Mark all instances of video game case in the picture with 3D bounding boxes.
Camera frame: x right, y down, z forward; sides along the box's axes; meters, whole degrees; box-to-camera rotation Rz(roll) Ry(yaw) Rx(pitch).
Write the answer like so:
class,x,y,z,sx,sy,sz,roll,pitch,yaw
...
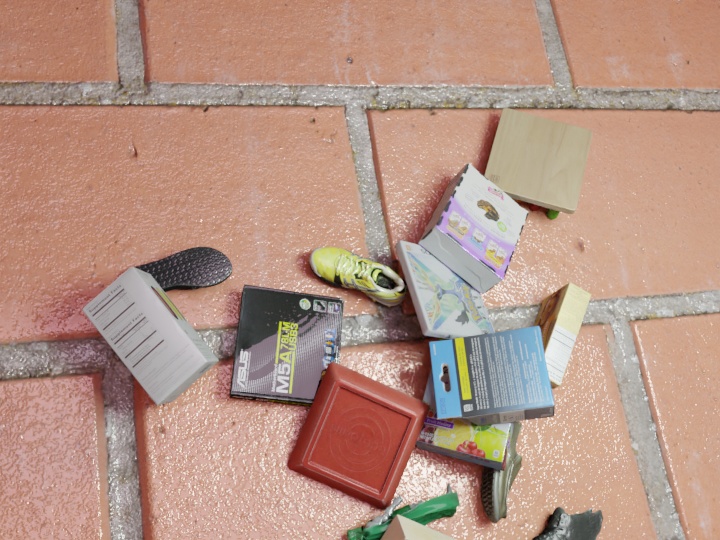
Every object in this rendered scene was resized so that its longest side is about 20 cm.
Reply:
class,x,y,z,sx,sy,sz,roll,pitch,yaw
video game case,0.162,0.043,1.404,0.180,0.022,0.203,12,48,-36

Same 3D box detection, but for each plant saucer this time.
class,x,y,z,sx,sy,sz,roll,pitch,yaw
plant saucer,-0.002,0.291,1.293,0.197,0.037,0.203,24,89,-3

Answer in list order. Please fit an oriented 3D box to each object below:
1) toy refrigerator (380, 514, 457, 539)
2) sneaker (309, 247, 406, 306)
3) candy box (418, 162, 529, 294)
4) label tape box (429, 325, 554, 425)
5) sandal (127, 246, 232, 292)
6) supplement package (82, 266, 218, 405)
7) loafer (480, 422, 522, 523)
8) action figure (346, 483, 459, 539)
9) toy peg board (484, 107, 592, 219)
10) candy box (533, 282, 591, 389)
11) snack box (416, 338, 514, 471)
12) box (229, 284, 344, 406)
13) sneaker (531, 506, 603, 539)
class,x,y,z,sx,sy,sz,roll,pitch,yaw
toy refrigerator,0.130,0.491,1.243,0.198,0.070,0.077,29,100,-19
sneaker,0.000,0.000,1.406,0.197,0.076,0.077,20,69,-6
candy box,0.227,-0.085,1.472,0.167,0.072,0.201,37,52,-8
label tape box,0.227,0.188,1.299,0.196,0.064,0.147,-9,61,9
sandal,-0.329,0.006,1.347,0.196,0.048,0.077,-11,75,-5
supplement package,-0.348,0.109,1.248,0.109,0.114,0.201,-40,86,-5
loafer,0.266,0.357,1.361,0.068,0.075,0.204,11,69,-6
action figure,0.070,0.428,1.283,0.197,0.119,0.055,-18,50,-10
toy peg board,0.371,-0.215,1.591,0.196,0.098,0.203,16,67,8
candy box,0.370,0.135,1.444,0.055,0.116,0.202,27,67,-3
snack box,0.200,0.239,1.355,0.166,0.068,0.203,9,65,19
box,-0.131,0.138,1.348,0.189,0.048,0.204,10,69,-14
sneaker,0.352,0.481,1.353,0.196,0.060,0.106,10,70,-17
